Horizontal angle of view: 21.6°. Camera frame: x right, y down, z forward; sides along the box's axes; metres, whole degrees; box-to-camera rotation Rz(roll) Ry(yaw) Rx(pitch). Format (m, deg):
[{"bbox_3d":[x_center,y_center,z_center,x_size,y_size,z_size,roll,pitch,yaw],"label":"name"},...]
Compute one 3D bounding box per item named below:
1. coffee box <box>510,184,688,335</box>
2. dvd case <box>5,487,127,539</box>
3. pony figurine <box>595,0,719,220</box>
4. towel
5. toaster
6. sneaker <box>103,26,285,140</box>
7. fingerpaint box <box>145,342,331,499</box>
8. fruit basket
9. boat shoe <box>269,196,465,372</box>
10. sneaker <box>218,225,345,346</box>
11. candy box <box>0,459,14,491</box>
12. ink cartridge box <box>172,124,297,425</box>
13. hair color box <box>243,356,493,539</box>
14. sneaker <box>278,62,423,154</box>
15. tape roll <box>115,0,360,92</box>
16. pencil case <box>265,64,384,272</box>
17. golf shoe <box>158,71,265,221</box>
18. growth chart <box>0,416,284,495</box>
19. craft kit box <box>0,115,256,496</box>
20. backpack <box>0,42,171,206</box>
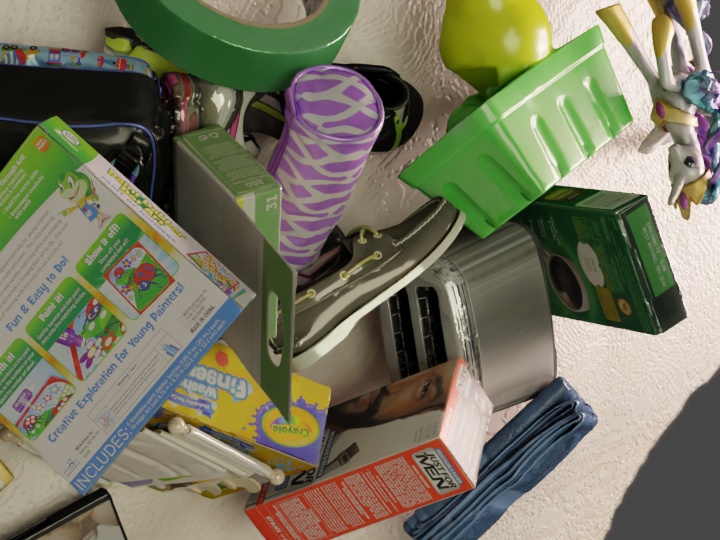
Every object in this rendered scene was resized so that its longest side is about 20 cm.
[{"bbox_3d":[0.199,-0.015,1.688,0.044,0.200,0.123,-29,108,-25],"label":"coffee box"},{"bbox_3d":[-0.274,0.285,1.566,0.199,0.018,0.143,-28,119,-22],"label":"dvd case"},{"bbox_3d":[0.300,-0.159,1.720,0.193,0.166,0.201,-26,100,-53],"label":"pony figurine"},{"bbox_3d":[0.131,0.185,1.710,0.200,0.049,0.112,-44,161,5],"label":"towel"},{"bbox_3d":[0.093,0.039,1.670,0.129,0.113,0.201,-24,112,-44],"label":"toaster"},{"bbox_3d":[-0.137,-0.137,1.574,0.199,0.074,0.081,19,107,-29],"label":"sneaker"},{"bbox_3d":[-0.153,0.110,1.529,0.199,0.167,0.074,23,63,-28],"label":"fingerpaint box"},{"bbox_3d":[0.119,-0.161,1.631,0.215,0.155,0.217,17,56,-28],"label":"fruit basket"},{"bbox_3d":[0.001,0.000,1.571,0.202,0.072,0.060,-40,100,-12],"label":"boat shoe"},{"bbox_3d":[-0.088,0.016,1.619,0.199,0.080,0.087,-21,95,-32],"label":"sneaker"},{"bbox_3d":[-0.359,0.093,1.450,0.056,0.117,0.200,-44,115,-15],"label":"candy box"},{"bbox_3d":[-0.081,0.000,1.434,0.048,0.200,0.146,-18,131,-27],"label":"ink cartridge box"},{"bbox_3d":[0.007,0.158,1.597,0.064,0.199,0.111,55,29,-24],"label":"hair color box"},{"bbox_3d":[0.012,-0.137,1.601,0.200,0.082,0.072,0,91,-57],"label":"sneaker"},{"bbox_3d":[-0.100,-0.233,1.513,0.200,0.048,0.201,15,48,-18],"label":"tape roll"},{"bbox_3d":[-0.048,-0.079,1.526,0.085,0.200,0.084,3,53,-21],"label":"pencil case"},{"bbox_3d":[-0.123,-0.075,1.538,0.092,0.073,0.201,-8,134,-21],"label":"golf shoe"},{"bbox_3d":[-0.172,0.152,1.517,0.145,0.199,0.018,39,53,-47],"label":"growth chart"},{"bbox_3d":[-0.212,0.027,1.372,0.197,0.049,0.200,41,109,-4],"label":"craft kit box"},{"bbox_3d":[-0.239,-0.058,1.474,0.182,0.135,0.201,2,127,-4],"label":"backpack"}]
